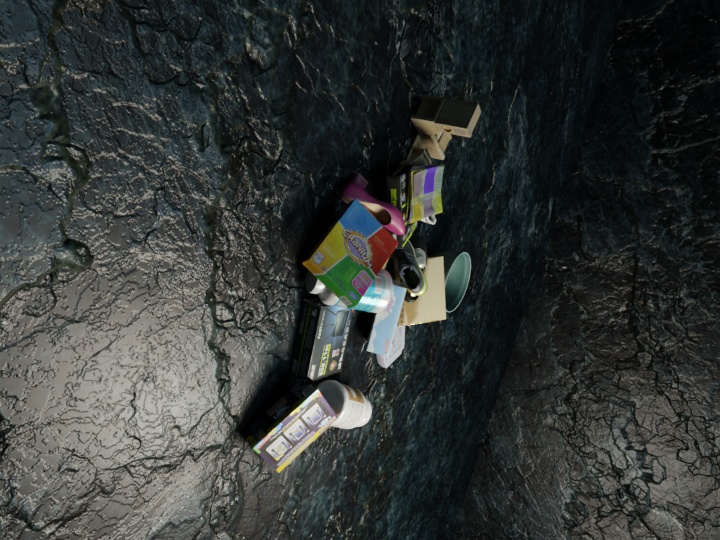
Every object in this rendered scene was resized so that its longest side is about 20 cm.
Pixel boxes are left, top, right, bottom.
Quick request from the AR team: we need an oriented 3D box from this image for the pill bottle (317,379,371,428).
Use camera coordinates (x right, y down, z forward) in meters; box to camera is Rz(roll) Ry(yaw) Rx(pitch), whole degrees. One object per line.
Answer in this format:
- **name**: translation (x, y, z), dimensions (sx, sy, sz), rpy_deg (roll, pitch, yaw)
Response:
- **pill bottle**: translation (-0.047, 0.375, 1.501), dimensions (0.200, 0.113, 0.116), rpy_deg (39, 72, -58)

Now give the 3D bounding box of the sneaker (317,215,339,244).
- **sneaker**: translation (-0.035, -0.100, 1.316), dimensions (0.199, 0.070, 0.084), rpy_deg (-41, 135, -44)

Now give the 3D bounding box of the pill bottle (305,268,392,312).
- **pill bottle**: translation (-0.029, 0.034, 1.308), dimensions (0.197, 0.111, 0.113), rpy_deg (12, 96, -28)

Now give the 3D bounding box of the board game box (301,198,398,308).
- **board game box**: translation (-0.019, -0.041, 1.243), dimensions (0.153, 0.040, 0.201), rpy_deg (43, 60, -15)

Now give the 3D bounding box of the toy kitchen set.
- **toy kitchen set**: translation (0.240, -0.354, 1.528), dimensions (0.165, 0.179, 0.200), rpy_deg (-65, 149, -10)

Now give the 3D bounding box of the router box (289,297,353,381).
- **router box**: translation (-0.094, 0.167, 1.367), dimensions (0.149, 0.061, 0.203), rpy_deg (-5, 110, -56)

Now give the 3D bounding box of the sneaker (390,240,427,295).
- **sneaker**: translation (0.127, -0.025, 1.524), dimensions (0.073, 0.202, 0.081), rpy_deg (-31, 171, 9)

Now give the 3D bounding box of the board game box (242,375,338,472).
- **board game box**: translation (-0.164, 0.372, 1.312), dimensions (0.199, 0.057, 0.166), rpy_deg (-40, 141, -15)

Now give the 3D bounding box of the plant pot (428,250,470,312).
- **plant pot**: translation (0.263, 0.022, 1.802), dimensions (0.200, 0.133, 0.203), rpy_deg (-32, 131, -47)

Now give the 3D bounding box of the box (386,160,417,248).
- **box**: translation (0.114, -0.182, 1.471), dimensions (0.200, 0.047, 0.196), rpy_deg (-53, 145, -62)

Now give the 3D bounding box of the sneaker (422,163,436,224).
- **sneaker**: translation (0.203, -0.222, 1.587), dimensions (0.076, 0.080, 0.201), rpy_deg (-42, 156, -28)

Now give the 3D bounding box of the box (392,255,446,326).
- **box**: translation (0.182, 0.063, 1.664), dimensions (0.161, 0.021, 0.203), rpy_deg (-7, 101, -13)

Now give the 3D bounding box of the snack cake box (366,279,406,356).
- **snack cake box**: translation (0.073, 0.130, 1.566), dimensions (0.115, 0.066, 0.203), rpy_deg (-74, 178, -83)

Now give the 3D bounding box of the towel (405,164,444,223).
- **towel**: translation (0.177, -0.209, 1.464), dimensions (0.199, 0.023, 0.146), rpy_deg (-21, 117, -54)

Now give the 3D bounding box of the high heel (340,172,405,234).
- **high heel**: translation (0.029, -0.140, 1.333), dimensions (0.200, 0.067, 0.097), rpy_deg (42, 47, -14)

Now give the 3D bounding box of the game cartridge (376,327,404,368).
- **game cartridge**: translation (0.095, 0.200, 1.719), dimensions (0.133, 0.040, 0.203), rpy_deg (-37, 135, -49)

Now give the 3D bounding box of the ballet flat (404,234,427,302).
- **ballet flat**: translation (0.165, -0.001, 1.600), dimensions (0.068, 0.067, 0.204), rpy_deg (-131, -135, -78)

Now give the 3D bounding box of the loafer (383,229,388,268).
- **loafer**: translation (0.048, -0.039, 1.486), dimensions (0.076, 0.067, 0.203), rpy_deg (-40, 136, -42)
